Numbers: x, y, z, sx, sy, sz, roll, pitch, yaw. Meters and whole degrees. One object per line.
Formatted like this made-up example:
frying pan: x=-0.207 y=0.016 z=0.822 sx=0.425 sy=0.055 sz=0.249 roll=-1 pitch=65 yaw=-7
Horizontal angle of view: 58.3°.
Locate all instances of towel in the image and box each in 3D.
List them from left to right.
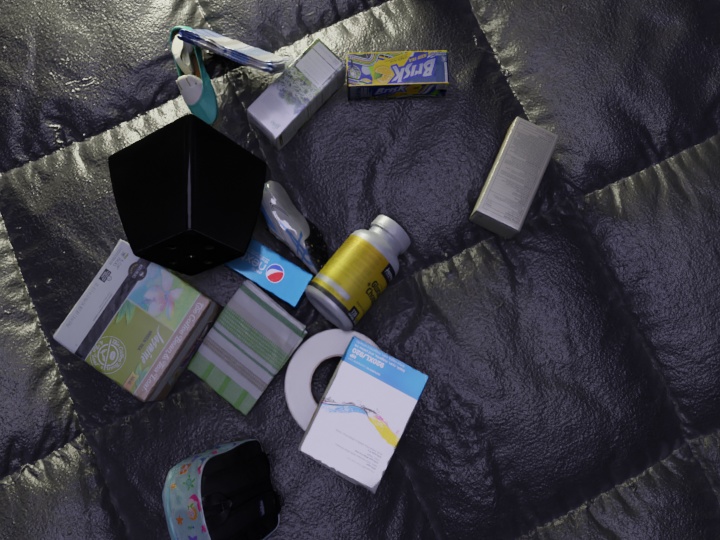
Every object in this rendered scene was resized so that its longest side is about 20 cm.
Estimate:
towel: x=-0.226 y=-0.416 z=1.217 sx=0.197 sy=0.147 sz=0.024 roll=22 pitch=114 yaw=6
towel: x=-0.204 y=0.138 z=1.162 sx=0.148 sy=0.031 sz=0.201 roll=38 pitch=101 yaw=6

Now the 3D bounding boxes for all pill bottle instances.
pill bottle: x=0.000 y=0.000 z=1.165 sx=0.112 sy=0.112 sz=0.201 roll=39 pitch=76 yaw=5

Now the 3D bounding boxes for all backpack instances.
backpack: x=-0.236 y=0.381 z=1.061 sx=0.148 sy=0.200 sz=0.181 roll=-17 pitch=83 yaw=16

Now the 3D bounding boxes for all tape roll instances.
tape roll: x=-0.039 y=0.208 z=1.174 sx=0.198 sy=0.037 sz=0.207 roll=0 pitch=81 yaw=-1

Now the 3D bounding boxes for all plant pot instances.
plant pot: x=-0.286 y=-0.107 z=1.083 sx=0.197 sy=0.199 sz=0.181 roll=-18 pitch=64 yaw=26

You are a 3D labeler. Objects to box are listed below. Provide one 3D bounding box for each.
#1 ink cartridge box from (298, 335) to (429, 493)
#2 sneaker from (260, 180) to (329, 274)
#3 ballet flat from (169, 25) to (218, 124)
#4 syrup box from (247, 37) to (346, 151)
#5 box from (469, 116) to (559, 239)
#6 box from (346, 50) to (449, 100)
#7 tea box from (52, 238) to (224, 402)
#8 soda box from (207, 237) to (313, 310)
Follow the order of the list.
ink cartridge box: x=0.003 y=0.235 z=1.078 sx=0.143 sy=0.147 sz=0.203 roll=27 pitch=81 yaw=2
sneaker: x=-0.129 y=-0.072 z=1.208 sx=0.072 sy=0.072 sz=0.201 roll=-35 pitch=91 yaw=32
ballet flat: x=-0.328 y=-0.376 z=1.237 sx=0.066 sy=0.070 sz=0.204 roll=-20 pitch=80 yaw=25
syrup box: x=-0.120 y=-0.334 z=1.234 sx=0.079 sy=0.081 sz=0.200 roll=42 pitch=83 yaw=3
box: x=0.289 y=-0.172 z=1.221 sx=0.094 sy=0.078 sz=0.203 roll=26 pitch=81 yaw=3
box: x=0.071 y=-0.379 z=1.255 sx=0.195 sy=0.064 sz=0.072 roll=-2 pitch=81 yaw=-3
tea box: x=-0.380 y=0.090 z=1.134 sx=0.195 sy=0.134 sz=0.202 roll=32 pitch=82 yaw=3
soda box: x=-0.185 y=-0.008 z=1.190 sx=0.198 sy=0.064 sz=0.069 roll=31 pitch=81 yaw=4
